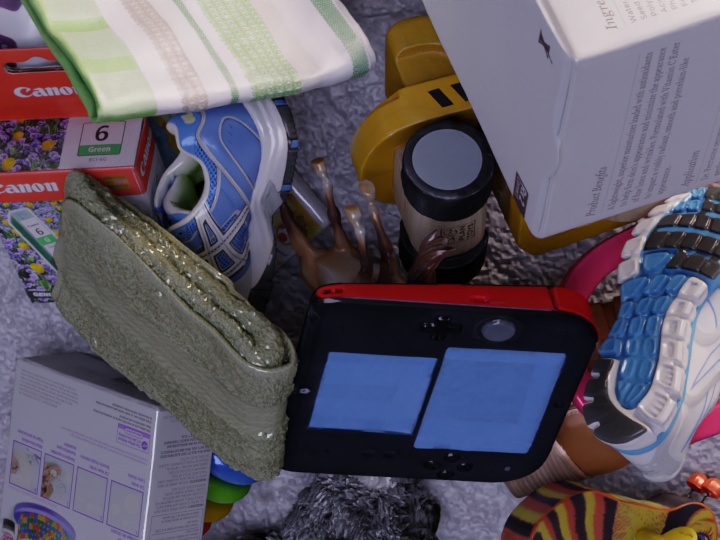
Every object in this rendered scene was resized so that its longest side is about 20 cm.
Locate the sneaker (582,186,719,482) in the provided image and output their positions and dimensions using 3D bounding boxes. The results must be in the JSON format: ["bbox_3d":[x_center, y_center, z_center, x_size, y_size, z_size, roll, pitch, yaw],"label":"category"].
[{"bbox_3d":[0.196,0.040,1.569,0.075,0.200,0.087,6,148,34],"label":"sneaker"}]

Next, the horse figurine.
[{"bbox_3d":[0.000,0.000,1.597,0.050,0.200,0.133,-27,114,-19],"label":"horse figurine"}]

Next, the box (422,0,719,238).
[{"bbox_3d":[0.129,-0.160,1.447,0.131,0.199,0.200,-18,64,-11],"label":"box"}]

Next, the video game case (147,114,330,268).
[{"bbox_3d":[-0.149,-0.054,1.704,0.182,0.023,0.200,-39,96,19],"label":"video game case"}]

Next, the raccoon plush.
[{"bbox_3d":[-0.033,0.144,1.705,0.200,0.097,0.134,-13,103,14],"label":"raccoon plush"}]

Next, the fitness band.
[{"bbox_3d":[0.216,0.030,1.617,0.200,0.037,0.144,-24,84,-6],"label":"fitness band"}]

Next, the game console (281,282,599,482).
[{"bbox_3d":[0.044,0.072,1.566,0.177,0.031,0.200,0,145,-11],"label":"game console"}]

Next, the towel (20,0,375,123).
[{"bbox_3d":[-0.104,-0.161,1.552,0.149,0.200,0.031,56,140,28],"label":"towel"}]

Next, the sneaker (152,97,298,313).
[{"bbox_3d":[-0.096,-0.029,1.618,0.077,0.076,0.200,-7,126,-24],"label":"sneaker"}]

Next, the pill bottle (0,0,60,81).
[{"bbox_3d":[-0.226,-0.177,1.622,0.200,0.112,0.112,20,110,11],"label":"pill bottle"}]

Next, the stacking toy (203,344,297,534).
[{"bbox_3d":[-0.106,0.136,1.727,0.085,0.085,0.200,37,113,-2],"label":"stacking toy"}]

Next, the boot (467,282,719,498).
[{"bbox_3d":[0.131,0.041,1.659,0.155,0.074,0.200,-25,111,16],"label":"boot"}]

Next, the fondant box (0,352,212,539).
[{"bbox_3d":[-0.175,0.168,1.710,0.144,0.058,0.200,17,103,41],"label":"fondant box"}]

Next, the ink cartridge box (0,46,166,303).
[{"bbox_3d":[-0.183,-0.058,1.616,0.109,0.050,0.200,-2,142,11],"label":"ink cartridge box"}]

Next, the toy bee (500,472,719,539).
[{"bbox_3d":[0.187,0.175,1.681,0.131,0.200,0.109,19,81,39],"label":"toy bee"}]

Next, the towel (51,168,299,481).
[{"bbox_3d":[-0.119,0.037,1.582,0.200,0.036,0.148,39,148,21],"label":"towel"}]

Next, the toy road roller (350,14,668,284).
[{"bbox_3d":[0.092,-0.093,1.594,0.200,0.123,0.146,-16,63,-8],"label":"toy road roller"}]
